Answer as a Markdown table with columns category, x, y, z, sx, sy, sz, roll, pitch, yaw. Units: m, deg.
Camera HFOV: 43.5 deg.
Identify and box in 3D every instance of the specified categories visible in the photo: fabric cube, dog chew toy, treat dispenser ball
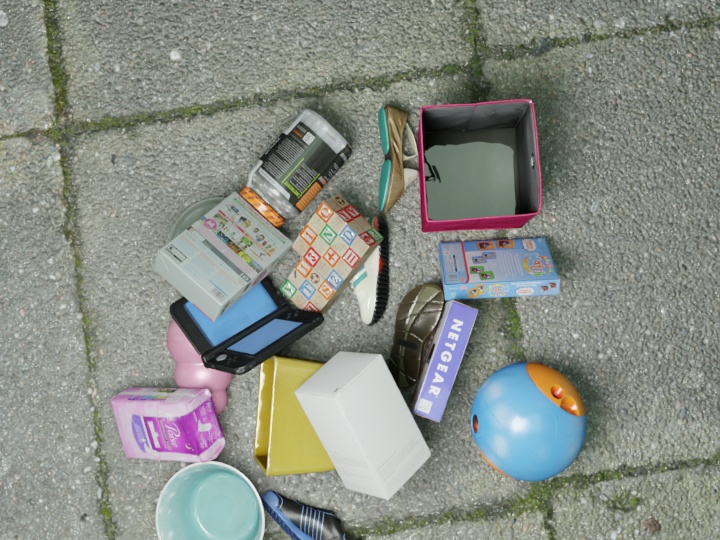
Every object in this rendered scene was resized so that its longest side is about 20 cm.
| category | x | y | z | sx | sy | sz | roll | pitch | yaw |
| --- | --- | --- | --- | --- | --- | --- | --- | --- | --- |
| fabric cube | 0.202 | -0.176 | 1.591 | 0.197 | 0.199 | 0.199 | -3 | 85 | 2 |
| dog chew toy | -0.283 | 0.171 | 1.630 | 0.123 | 0.125 | 0.203 | -5 | 94 | 2 |
| treat dispenser ball | 0.289 | 0.260 | 1.558 | 0.198 | 0.201 | 0.204 | 0 | 86 | 2 |

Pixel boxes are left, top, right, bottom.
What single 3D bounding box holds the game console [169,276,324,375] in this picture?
| category | x | y | z | sx | sy | sz | roll | pitch | yaw |
| --- | --- | --- | --- | --- | --- | --- | --- | --- | --- |
| game console | -0.195 | 0.076 | 1.555 | 0.199 | 0.175 | 0.118 | -32 | 112 | -34 |

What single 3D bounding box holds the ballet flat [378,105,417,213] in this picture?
| category | x | y | z | sx | sy | sz | roll | pitch | yaw |
| --- | --- | --- | --- | --- | --- | --- | --- | --- | --- |
| ballet flat | 0.071 | -0.206 | 1.671 | 0.071 | 0.068 | 0.203 | 2 | 82 | -14 |

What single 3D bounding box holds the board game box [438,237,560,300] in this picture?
| category | x | y | z | sx | sy | sz | roll | pitch | yaw |
| --- | --- | --- | --- | --- | --- | --- | --- | --- | --- |
| board game box | 0.243 | -0.005 | 1.607 | 0.197 | 0.152 | 0.037 | -4 | 121 | 3 |

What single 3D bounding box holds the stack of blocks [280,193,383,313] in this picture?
| category | x | y | z | sx | sy | sz | roll | pitch | yaw |
| --- | --- | --- | --- | --- | --- | --- | --- | --- | --- |
| stack of blocks | -0.063 | -0.022 | 1.609 | 0.115 | 0.058 | 0.201 | 43 | 122 | 10 |

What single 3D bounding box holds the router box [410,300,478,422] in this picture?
| category | x | y | z | sx | sy | sz | roll | pitch | yaw |
| --- | --- | --- | --- | --- | --- | --- | --- | --- | --- |
| router box | 0.144 | 0.155 | 1.581 | 0.048 | 0.180 | 0.202 | 19 | 87 | 3 |

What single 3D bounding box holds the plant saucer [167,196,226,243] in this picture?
| category | x | y | z | sx | sy | sz | roll | pitch | yaw |
| --- | --- | --- | --- | --- | --- | --- | --- | --- | --- |
| plant saucer | -0.265 | -0.039 | 1.673 | 0.197 | 0.050 | 0.203 | 0 | 87 | 1 |

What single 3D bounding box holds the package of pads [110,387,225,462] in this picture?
| category | x | y | z | sx | sy | sz | roll | pitch | yaw |
| --- | --- | --- | --- | --- | --- | --- | --- | --- | --- |
| package of pads | -0.343 | 0.272 | 1.594 | 0.198 | 0.076 | 0.122 | -3 | 109 | 32 |

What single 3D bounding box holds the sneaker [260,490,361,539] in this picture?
| category | x | y | z | sx | sy | sz | roll | pitch | yaw |
| --- | --- | --- | --- | --- | --- | --- | --- | --- | --- |
| sneaker | -0.089 | 0.456 | 1.633 | 0.199 | 0.070 | 0.078 | 40 | 64 | 11 |

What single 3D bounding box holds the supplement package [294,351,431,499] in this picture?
| category | x | y | z | sx | sy | sz | roll | pitch | yaw |
| --- | --- | --- | --- | --- | --- | --- | --- | --- | --- |
| supplement package | 0.005 | 0.247 | 1.456 | 0.117 | 0.116 | 0.202 | -38 | 111 | -32 |

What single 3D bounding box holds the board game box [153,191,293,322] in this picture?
| category | x | y | z | sx | sy | sz | roll | pitch | yaw |
| --- | --- | --- | --- | --- | --- | --- | --- | --- | --- |
| board game box | -0.237 | -0.027 | 1.571 | 0.147 | 0.064 | 0.200 | 41 | 52 | 7 |

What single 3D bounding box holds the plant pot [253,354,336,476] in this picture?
| category | x | y | z | sx | sy | sz | roll | pitch | yaw |
| --- | --- | --- | --- | --- | --- | --- | --- | --- | --- |
| plant pot | -0.074 | 0.251 | 1.585 | 0.197 | 0.195 | 0.197 | 5 | 86 | -14 |

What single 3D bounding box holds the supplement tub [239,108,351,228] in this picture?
| category | x | y | z | sx | sy | sz | roll | pitch | yaw |
| --- | --- | --- | --- | --- | --- | --- | --- | --- | --- |
| supplement tub | -0.120 | -0.183 | 1.641 | 0.122 | 0.123 | 0.200 | 42 | 88 | 4 |

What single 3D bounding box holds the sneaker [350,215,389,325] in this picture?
| category | x | y | z | sx | sy | sz | roll | pitch | yaw |
| --- | --- | --- | --- | --- | --- | --- | --- | --- | --- |
| sneaker | 0.000 | -0.001 | 1.661 | 0.092 | 0.070 | 0.203 | 1 | 89 | 21 |

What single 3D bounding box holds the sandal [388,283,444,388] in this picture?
| category | x | y | z | sx | sy | sz | roll | pitch | yaw |
| --- | --- | --- | --- | --- | --- | --- | --- | --- | --- |
| sandal | 0.103 | 0.118 | 1.649 | 0.081 | 0.054 | 0.202 | 16 | 102 | 20 |

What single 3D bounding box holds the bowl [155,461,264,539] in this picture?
| category | x | y | z | sx | sy | sz | roll | pitch | yaw |
| --- | --- | --- | --- | --- | --- | --- | --- | --- | --- |
| bowl | -0.254 | 0.434 | 1.609 | 0.198 | 0.105 | 0.204 | 0 | 88 | 8 |
